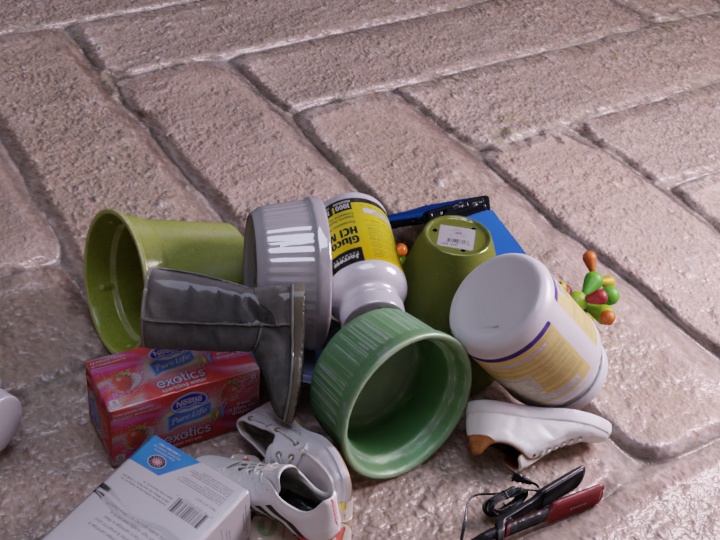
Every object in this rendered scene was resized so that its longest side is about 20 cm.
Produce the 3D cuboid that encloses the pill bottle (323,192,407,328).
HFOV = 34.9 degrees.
[{"bbox_3d":[0.000,0.000,1.518,0.111,0.113,0.201,-3,44,-12],"label":"pill bottle"}]

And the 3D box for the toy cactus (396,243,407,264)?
[{"bbox_3d":[-0.016,0.012,1.679,0.164,0.103,0.199,11,33,42],"label":"toy cactus"}]

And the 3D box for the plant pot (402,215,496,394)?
[{"bbox_3d":[0.121,0.034,1.560,0.184,0.202,0.188,4,37,-3],"label":"plant pot"}]

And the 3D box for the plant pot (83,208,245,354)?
[{"bbox_3d":[-0.256,0.009,1.572,0.183,0.202,0.200,-7,37,-36],"label":"plant pot"}]

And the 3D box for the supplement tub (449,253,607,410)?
[{"bbox_3d":[0.220,0.086,1.465,0.144,0.200,0.147,-23,46,26],"label":"supplement tub"}]

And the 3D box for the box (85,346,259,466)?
[{"bbox_3d":[-0.235,0.153,1.440,0.198,0.096,0.103,-14,40,-24],"label":"box"}]

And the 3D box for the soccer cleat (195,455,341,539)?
[{"bbox_3d":[-0.110,0.248,1.317,0.198,0.086,0.069,23,40,21],"label":"soccer cleat"}]

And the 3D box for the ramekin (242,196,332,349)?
[{"bbox_3d":[-0.099,0.004,1.492,0.093,0.204,0.203,-1,37,-12],"label":"ramekin"}]

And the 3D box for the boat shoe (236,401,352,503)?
[{"bbox_3d":[-0.084,0.226,1.371,0.069,0.072,0.199,-15,28,-31],"label":"boat shoe"}]

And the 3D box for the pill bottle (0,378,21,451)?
[{"bbox_3d":[-0.513,0.150,1.393,0.198,0.110,0.109,22,40,21],"label":"pill bottle"}]

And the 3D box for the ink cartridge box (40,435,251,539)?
[{"bbox_3d":[-0.235,0.297,1.248,0.145,0.085,0.200,26,47,25],"label":"ink cartridge box"}]

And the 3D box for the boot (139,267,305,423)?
[{"bbox_3d":[-0.166,0.090,1.379,0.197,0.184,0.073,2,-7,-3],"label":"boot"}]

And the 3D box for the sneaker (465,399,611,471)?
[{"bbox_3d":[0.226,0.219,1.462,0.197,0.073,0.086,7,71,-12],"label":"sneaker"}]

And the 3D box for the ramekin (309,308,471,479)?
[{"bbox_3d":[0.032,0.145,1.411,0.198,0.202,0.097,-20,36,-30],"label":"ramekin"}]

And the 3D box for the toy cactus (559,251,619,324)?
[{"bbox_3d":[0.284,0.046,1.625,0.163,0.103,0.200,-18,5,12],"label":"toy cactus"}]

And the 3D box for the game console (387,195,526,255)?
[{"bbox_3d":[0.139,-0.044,1.775,0.169,0.120,0.199,-8,5,34],"label":"game console"}]

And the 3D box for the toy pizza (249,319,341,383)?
[{"bbox_3d":[-0.077,0.110,1.548,0.198,0.032,0.201,12,22,-5],"label":"toy pizza"}]

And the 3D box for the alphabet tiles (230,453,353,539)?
[{"bbox_3d":[-0.108,0.292,1.344,0.197,0.015,0.197,6,37,0],"label":"alphabet tiles"}]

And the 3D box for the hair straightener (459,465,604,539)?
[{"bbox_3d":[0.198,0.282,1.388,0.198,0.041,0.077,-20,44,-24],"label":"hair straightener"}]
